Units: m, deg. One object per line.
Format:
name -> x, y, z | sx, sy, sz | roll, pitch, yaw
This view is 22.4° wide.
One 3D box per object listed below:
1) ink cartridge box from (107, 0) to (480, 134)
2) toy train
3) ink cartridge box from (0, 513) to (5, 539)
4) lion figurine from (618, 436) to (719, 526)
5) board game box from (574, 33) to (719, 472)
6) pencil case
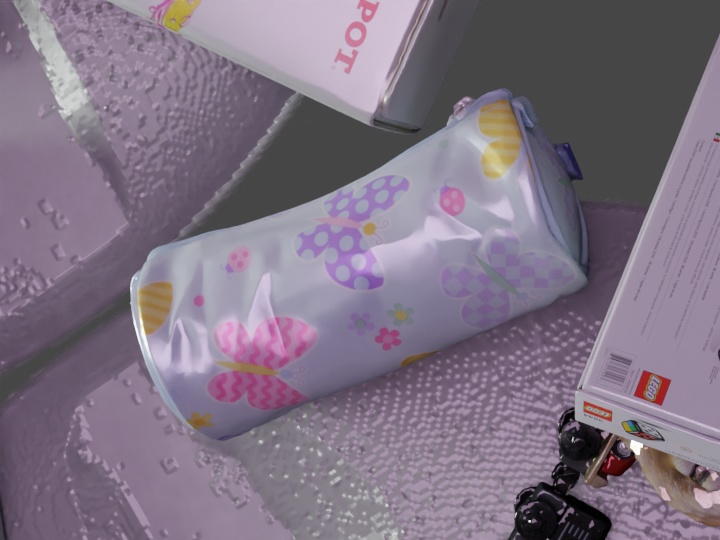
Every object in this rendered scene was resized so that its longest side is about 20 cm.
ink cartridge box -> -0.039, -0.165, 0.784 | 0.199, 0.087, 0.146 | 26, 98, 15
toy train -> 0.114, 0.061, 0.772 | 0.046, 0.034, 0.201 | 28, 99, 1
ink cartridge box -> -0.271, 0.054, 0.875 | 0.172, 0.044, 0.202 | -10, 88, 16
lion figurine -> 0.211, 0.047, 0.731 | 0.199, 0.073, 0.123 | -37, 74, -7
board game box -> 0.176, -0.012, 0.707 | 0.125, 0.035, 0.201 | 20, 67, 15
pencil case -> 0.000, 0.000, 0.776 | 0.199, 0.083, 0.091 | -25, 108, 16
